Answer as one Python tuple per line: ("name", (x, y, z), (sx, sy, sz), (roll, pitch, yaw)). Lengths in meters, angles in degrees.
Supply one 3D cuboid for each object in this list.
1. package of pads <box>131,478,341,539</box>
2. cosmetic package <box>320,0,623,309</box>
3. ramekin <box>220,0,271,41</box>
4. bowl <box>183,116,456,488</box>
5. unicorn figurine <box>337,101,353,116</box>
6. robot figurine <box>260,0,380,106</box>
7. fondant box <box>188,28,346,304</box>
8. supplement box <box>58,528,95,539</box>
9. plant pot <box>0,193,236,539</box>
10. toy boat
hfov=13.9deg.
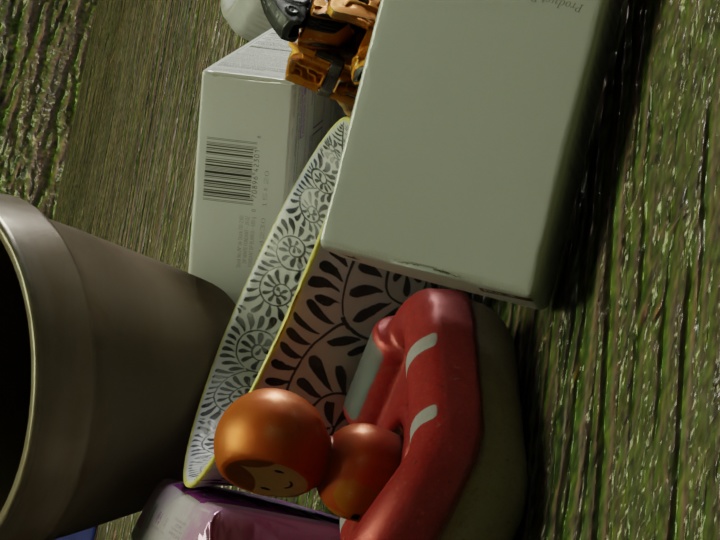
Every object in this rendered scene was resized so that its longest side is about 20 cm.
("package of pads", (-0.044, 0.154, 1.462), (0.200, 0.120, 0.076), (-177, 102, -78))
("cosmetic package", (0.057, -0.092, 1.301), (0.074, 0.101, 0.201), (29, -104, -79))
("ramekin", (-0.026, -0.232, 1.960), (0.202, 0.094, 0.204), (-164, 90, -79))
("bowl", (-0.007, 0.032, 1.477), (0.201, 0.094, 0.202), (-157, 90, -81))
("unicorn figurine", (0.000, 0.000, 1.614), (0.137, 0.073, 0.201), (144, 124, -72))
("robot figurine", (0.011, -0.145, 1.542), (0.200, 0.144, 0.058), (-79, 13, -54))
("fondant box", (-0.050, -0.057, 1.728), (0.200, 0.058, 0.145), (-46, -38, -74))
("supplement box", (-0.317, 0.269, 2.705), (0.200, 0.109, 0.109), (122, 160, -57))
("plant pot", (-0.158, 0.059, 1.584), (0.199, 0.173, 0.201), (-4, 85, 50))
("toy boat", (-0.002, 0.090, 1.309), (0.200, 0.130, 0.131), (-92, 20, -57))
